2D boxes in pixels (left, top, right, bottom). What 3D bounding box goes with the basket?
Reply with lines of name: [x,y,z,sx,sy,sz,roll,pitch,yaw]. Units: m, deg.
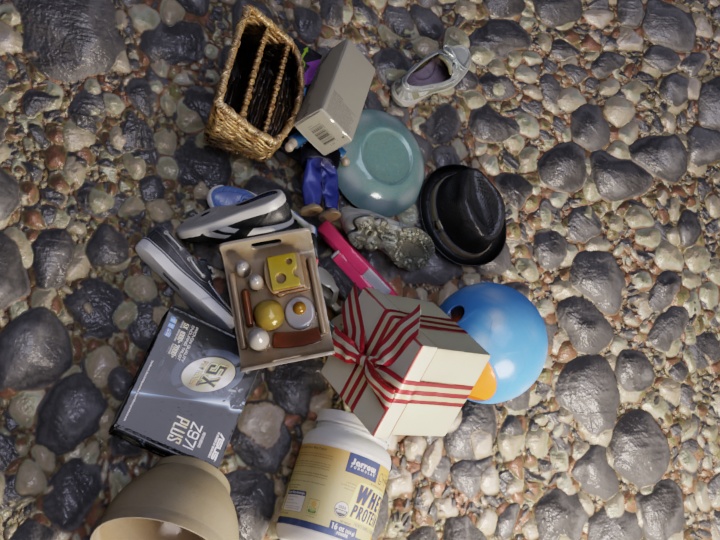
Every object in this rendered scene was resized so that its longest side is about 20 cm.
basket: [-0.160,-0.298,1.373,0.142,0.149,0.202,18,67,-12]

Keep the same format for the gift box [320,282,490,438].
gift box: [0.061,0.127,1.286,0.186,0.184,0.201,10,109,-42]

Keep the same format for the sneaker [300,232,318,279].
sneaker: [-0.126,0.038,1.333,0.107,0.067,0.203,5,99,-8]

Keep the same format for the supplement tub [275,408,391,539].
supplement tub: [-0.035,0.327,1.277,0.144,0.144,0.201,23,67,-14]

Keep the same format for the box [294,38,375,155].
box: [-0.041,-0.296,1.423,0.082,0.068,0.201,44,43,-28]

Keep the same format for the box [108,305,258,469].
box: [-0.258,0.182,1.261,0.163,0.086,0.201,28,66,-13]

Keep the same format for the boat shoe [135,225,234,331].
boat shoe: [-0.261,0.010,1.323,0.200,0.072,0.068,43,65,2]

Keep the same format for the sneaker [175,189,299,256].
sneaker: [-0.191,-0.047,1.333,0.112,0.199,0.073,66,24,-24]

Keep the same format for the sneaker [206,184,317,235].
sneaker: [-0.158,-0.092,1.388,0.199,0.077,0.076,23,69,-13]

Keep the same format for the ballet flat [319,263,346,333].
ballet flat: [-0.048,0.052,1.393,0.069,0.071,0.200,-39,92,-34]

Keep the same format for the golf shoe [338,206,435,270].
golf shoe: [0.046,-0.066,1.467,0.199,0.097,0.079,24,105,-39]

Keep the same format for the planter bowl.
planter bowl: [-0.256,0.347,1.171,0.199,0.201,0.135,28,38,-12]

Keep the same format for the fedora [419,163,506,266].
fedora: [0.206,-0.113,1.534,0.199,0.092,0.202,7,72,-21]

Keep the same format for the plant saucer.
plant saucer: [0.041,-0.200,1.510,0.200,0.039,0.203,7,76,-28]

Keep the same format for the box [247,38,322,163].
box: [-0.102,-0.297,1.495,0.142,0.036,0.201,30,67,-12]

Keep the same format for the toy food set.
toy food set: [-0.126,0.043,1.253,0.142,0.060,0.202,-11,75,-3]

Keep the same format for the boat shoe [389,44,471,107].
boat shoe: [0.144,-0.380,1.604,0.201,0.065,0.075,-31,88,-27]

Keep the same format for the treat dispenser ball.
treat dispenser ball: [0.213,0.121,1.408,0.199,0.201,0.203,6,72,-20]

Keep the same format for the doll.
doll: [-0.074,-0.188,1.420,0.136,0.048,0.202,14,63,-38]

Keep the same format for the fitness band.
fitness band: [0.000,0.000,1.394,0.037,0.144,0.200,-42,94,2]
